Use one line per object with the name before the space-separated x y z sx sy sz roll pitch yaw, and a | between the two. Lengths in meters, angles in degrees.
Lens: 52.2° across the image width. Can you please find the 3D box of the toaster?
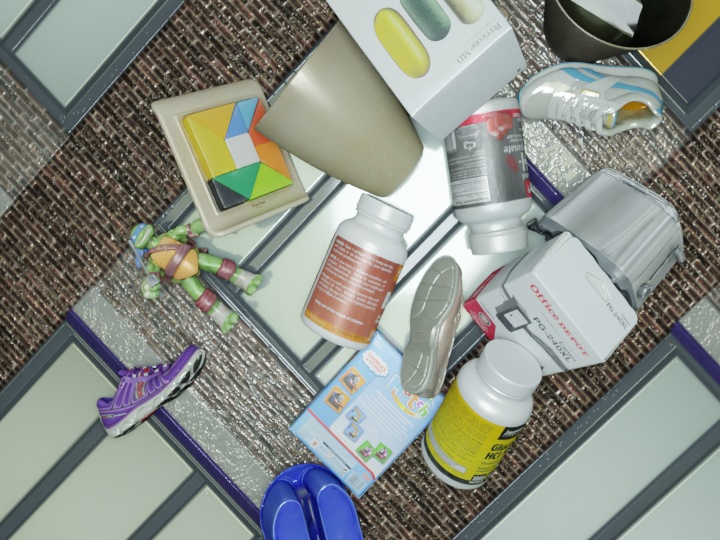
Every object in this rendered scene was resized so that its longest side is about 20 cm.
toaster | 0.335 -0.048 0.990 0.129 0.200 0.114 -41 136 -4

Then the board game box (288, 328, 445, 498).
board game box | 0.012 0.214 1.103 0.151 0.037 0.200 43 98 0

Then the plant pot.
plant pot | -0.013 -0.202 1.007 0.199 0.188 0.188 39 97 -13

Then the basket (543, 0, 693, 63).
basket | 0.305 -0.341 0.943 0.178 0.200 0.138 31 97 0

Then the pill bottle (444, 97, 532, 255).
pill bottle | 0.179 -0.128 1.019 0.108 0.111 0.205 -9 95 5

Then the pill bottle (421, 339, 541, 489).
pill bottle | 0.168 0.197 1.014 0.110 0.113 0.203 24 124 2

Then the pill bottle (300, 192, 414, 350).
pill bottle | 0.000 0.000 1.045 0.110 0.112 0.204 24 97 2

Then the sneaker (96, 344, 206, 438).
sneaker | -0.322 0.171 1.108 0.198 0.081 0.084 -36 86 8

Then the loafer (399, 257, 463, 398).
loafer | 0.110 0.085 1.067 0.071 0.062 0.204 6 74 42

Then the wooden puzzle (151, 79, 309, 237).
wooden puzzle | -0.173 -0.165 1.023 0.037 0.183 0.203 -25 92 48

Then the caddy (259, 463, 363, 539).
caddy | -0.071 0.394 1.096 0.138 0.105 0.205 -15 94 -18

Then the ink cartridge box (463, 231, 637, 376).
ink cartridge box | 0.246 0.055 0.981 0.083 0.200 0.146 -40 90 -23

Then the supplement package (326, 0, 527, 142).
supplement package | 0.082 -0.298 0.908 0.151 0.150 0.202 -38 76 14

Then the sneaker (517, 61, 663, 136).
sneaker | 0.313 -0.230 1.002 0.195 0.077 0.082 -2 52 6

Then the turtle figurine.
turtle figurine | -0.235 -0.010 1.037 0.192 0.145 0.200 36 131 -14
